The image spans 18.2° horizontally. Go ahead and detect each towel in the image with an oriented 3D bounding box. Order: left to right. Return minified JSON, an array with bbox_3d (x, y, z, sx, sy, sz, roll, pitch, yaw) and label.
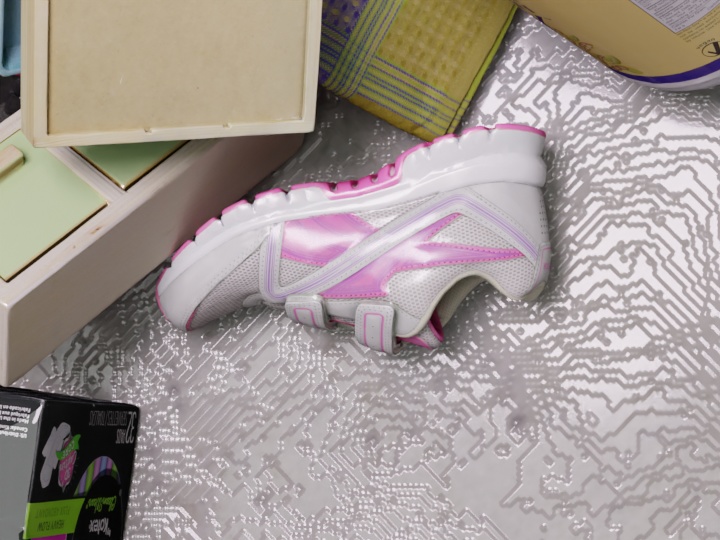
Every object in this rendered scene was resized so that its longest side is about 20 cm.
[{"bbox_3d":[0.007,-0.150,1.005,0.023,0.199,0.144,35,98,47],"label":"towel"}]

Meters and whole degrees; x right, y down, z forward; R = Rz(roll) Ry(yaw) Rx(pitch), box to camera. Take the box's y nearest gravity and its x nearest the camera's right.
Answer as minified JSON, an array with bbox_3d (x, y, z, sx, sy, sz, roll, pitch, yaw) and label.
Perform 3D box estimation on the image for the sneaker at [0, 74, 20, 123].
[{"bbox_3d":[-0.162,-0.100,1.088,0.083,0.077,0.202,-23,82,15],"label":"sneaker"}]

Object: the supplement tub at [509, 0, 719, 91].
[{"bbox_3d":[0.101,-0.175,0.949,0.145,0.199,0.147,-20,58,36],"label":"supplement tub"}]

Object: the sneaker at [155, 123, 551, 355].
[{"bbox_3d":[0.000,0.000,1.039,0.198,0.081,0.089,-18,85,16],"label":"sneaker"}]

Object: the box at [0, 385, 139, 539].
[{"bbox_3d":[-0.190,0.153,1.038,0.123,0.148,0.202,7,87,12],"label":"box"}]

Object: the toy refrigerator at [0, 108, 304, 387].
[{"bbox_3d":[-0.114,-0.045,1.018,0.076,0.070,0.200,38,57,18],"label":"toy refrigerator"}]

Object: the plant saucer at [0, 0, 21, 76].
[{"bbox_3d":[-0.071,-0.138,0.983,0.019,0.199,0.070,42,138,40],"label":"plant saucer"}]

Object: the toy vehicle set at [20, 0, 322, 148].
[{"bbox_3d":[-0.075,-0.152,0.916,0.123,0.027,0.202,-4,112,-20],"label":"toy vehicle set"}]
